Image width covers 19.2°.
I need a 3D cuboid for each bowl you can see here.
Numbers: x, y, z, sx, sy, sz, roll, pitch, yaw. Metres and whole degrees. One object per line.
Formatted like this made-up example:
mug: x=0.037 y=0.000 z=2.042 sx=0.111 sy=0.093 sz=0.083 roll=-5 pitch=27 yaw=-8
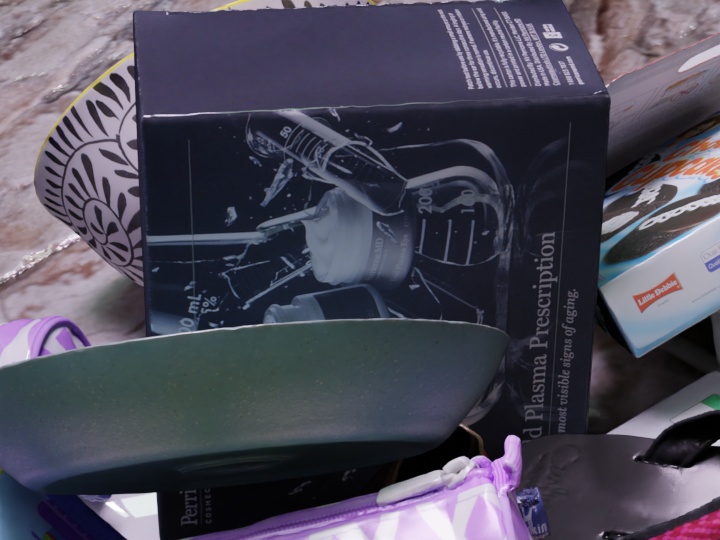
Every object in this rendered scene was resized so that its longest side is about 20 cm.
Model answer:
bowl: x=-0.054 y=-0.042 z=1.063 sx=0.199 sy=0.201 sz=0.095 roll=-22 pitch=70 yaw=-16

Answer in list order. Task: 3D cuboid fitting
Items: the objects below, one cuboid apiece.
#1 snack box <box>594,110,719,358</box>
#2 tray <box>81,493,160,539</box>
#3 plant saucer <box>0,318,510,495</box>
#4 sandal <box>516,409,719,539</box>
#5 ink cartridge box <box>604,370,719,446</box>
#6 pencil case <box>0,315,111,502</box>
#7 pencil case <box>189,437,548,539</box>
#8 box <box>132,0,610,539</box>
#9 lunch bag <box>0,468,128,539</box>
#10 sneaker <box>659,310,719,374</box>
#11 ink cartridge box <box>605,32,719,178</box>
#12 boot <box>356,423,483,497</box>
snack box: x=0.143 y=-0.022 z=0.941 sx=0.116 sy=0.037 sz=0.200 roll=-31 pitch=9 yaw=0
tray: x=-0.070 y=0.143 z=0.871 sx=0.106 sy=0.022 sz=0.201 roll=-12 pitch=30 yaw=4
plant saucer: x=-0.045 y=0.052 z=0.738 sx=0.198 sy=0.036 sz=0.200 roll=-6 pitch=-10 yaw=-1
sandal: x=0.126 y=0.083 z=0.788 sx=0.199 sy=0.045 sz=0.075 roll=0 pitch=45 yaw=34
ink cartridge box: x=0.117 y=0.125 z=0.805 sx=0.199 sy=0.050 sz=0.161 roll=-26 pitch=32 yaw=-25
pencil case: x=-0.205 y=0.072 z=0.963 sx=0.198 sy=0.085 sz=0.085 roll=-8 pitch=-4 yaw=19
pencil case: x=-0.032 y=0.116 z=0.692 sx=0.198 sy=0.086 sz=0.084 roll=-14 pitch=25 yaw=1
box: x=0.000 y=0.000 z=0.877 sx=0.180 sy=0.202 sz=0.104 roll=-3 pitch=30 yaw=-5
lunch bag: x=-0.203 y=0.101 z=0.791 sx=0.200 sy=0.094 sz=0.150 roll=44 pitch=66 yaw=8
sneaker: x=0.191 y=0.041 z=0.906 sx=0.071 sy=0.073 sz=0.200 roll=-32 pitch=25 yaw=-15
ink cartridge box: x=0.143 y=-0.089 z=1.030 sx=0.162 sy=0.200 sz=0.057 roll=-25 pitch=70 yaw=-21
boot: x=-0.003 y=0.134 z=0.769 sx=0.073 sy=0.076 sz=0.201 roll=22 pitch=48 yaw=5
